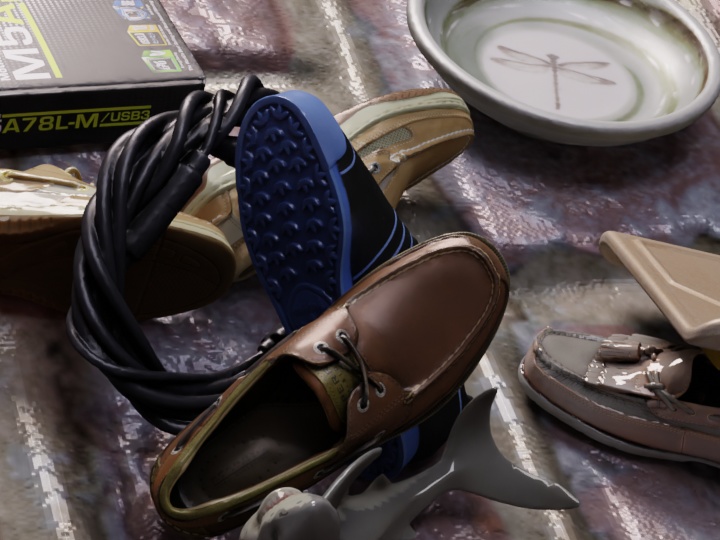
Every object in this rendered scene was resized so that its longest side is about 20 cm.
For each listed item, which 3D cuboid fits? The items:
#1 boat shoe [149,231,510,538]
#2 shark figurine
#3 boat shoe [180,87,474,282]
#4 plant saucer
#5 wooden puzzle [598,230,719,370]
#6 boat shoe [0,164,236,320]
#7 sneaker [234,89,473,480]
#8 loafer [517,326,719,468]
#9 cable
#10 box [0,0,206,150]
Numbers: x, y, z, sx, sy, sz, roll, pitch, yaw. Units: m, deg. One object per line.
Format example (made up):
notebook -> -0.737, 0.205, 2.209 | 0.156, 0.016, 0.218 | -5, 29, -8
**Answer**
boat shoe -> -0.010, 0.056, 1.145 | 0.072, 0.200, 0.068 | 49, -1, 4
shark figurine -> 0.004, 0.136, 1.148 | 0.214, 0.128, 0.090 | -13, 68, -57
boat shoe -> -0.008, -0.039, 1.368 | 0.200, 0.072, 0.076 | -23, 65, -31
plant saucer -> 0.122, -0.127, 1.530 | 0.199, 0.050, 0.200 | 9, 36, -7
wooden puzzle -> 0.233, 0.032, 1.315 | 0.184, 0.037, 0.200 | 12, 11, -13
boat shoe -> -0.163, -0.023, 1.277 | 0.199, 0.074, 0.067 | 7, 41, -12
sneaker -> 0.000, 0.000, 1.227 | 0.070, 0.201, 0.078 | -4, 18, 39
loafer -> 0.182, 0.066, 1.287 | 0.199, 0.063, 0.072 | 23, 37, 10
cable -> -0.066, -0.007, 1.233 | 0.051, 0.164, 0.200 | -4, 17, 47
box -> -0.212, -0.143, 1.440 | 0.193, 0.048, 0.200 | -3, 40, -26
